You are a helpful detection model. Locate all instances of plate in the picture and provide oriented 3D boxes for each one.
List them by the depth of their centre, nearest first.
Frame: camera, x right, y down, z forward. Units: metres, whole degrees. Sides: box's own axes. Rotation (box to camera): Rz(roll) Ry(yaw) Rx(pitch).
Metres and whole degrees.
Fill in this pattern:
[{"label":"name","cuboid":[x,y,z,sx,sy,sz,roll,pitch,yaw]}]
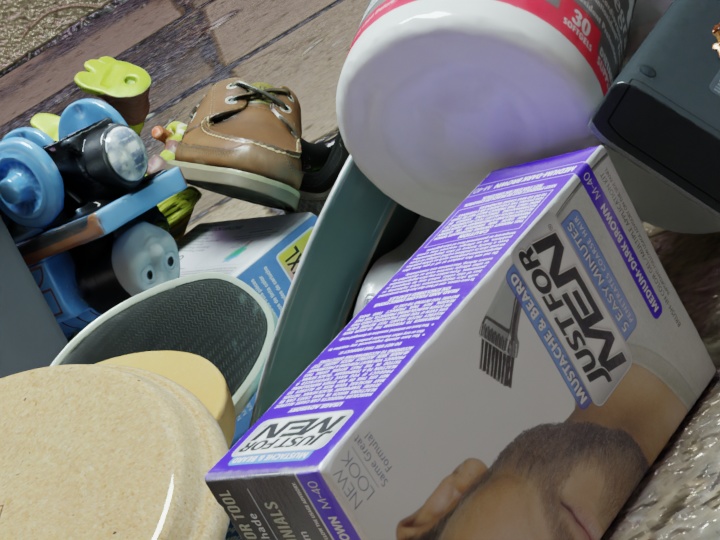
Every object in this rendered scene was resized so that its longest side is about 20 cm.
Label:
[{"label":"plate","cuboid":[0.000,0.000,0.863,0.200,0.025,0.201,22,-90,-82]}]

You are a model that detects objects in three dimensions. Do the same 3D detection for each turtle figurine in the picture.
[{"label":"turtle figurine","cuboid":[-0.155,-0.035,1.072,0.200,0.064,0.162,-41,-25,-25]}]

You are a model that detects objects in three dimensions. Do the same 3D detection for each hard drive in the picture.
[{"label":"hard drive","cuboid":[0.191,-0.077,0.753,0.200,0.139,0.033,-50,-9,-46]}]

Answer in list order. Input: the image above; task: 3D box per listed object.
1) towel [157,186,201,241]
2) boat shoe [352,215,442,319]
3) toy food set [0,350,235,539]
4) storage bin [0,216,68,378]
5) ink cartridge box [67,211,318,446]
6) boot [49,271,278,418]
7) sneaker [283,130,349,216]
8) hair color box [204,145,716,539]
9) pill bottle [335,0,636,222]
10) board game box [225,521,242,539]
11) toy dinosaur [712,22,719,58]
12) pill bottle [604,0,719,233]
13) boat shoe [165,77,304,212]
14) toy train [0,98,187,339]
[{"label":"towel","cuboid":[-0.141,0.015,1.099,0.086,0.018,0.200,-34,-11,-23]},{"label":"boat shoe","cuboid":[0.053,0.007,0.866,0.067,0.072,0.200,10,15,13]},{"label":"toy food set","cuboid":[-0.134,0.111,0.681,0.197,0.049,0.200,-24,37,7]},{"label":"storage bin","cuboid":[-0.233,0.047,0.866,0.200,0.135,0.145,-31,4,38]},{"label":"ink cartridge box","cuboid":[-0.110,0.056,0.975,0.200,0.077,0.136,-38,18,-27]},{"label":"boot","cuboid":[-0.119,0.091,0.835,0.200,0.072,0.144,-44,-10,-18]},{"label":"sneaker","cuboid":[0.029,-0.075,1.086,0.199,0.088,0.074,-23,19,23]},{"label":"hair color box","cuboid":[0.045,0.054,0.666,0.065,0.110,0.200,-10,27,46]},{"label":"pill bottle","cuboid":[0.064,-0.122,0.794,0.110,0.111,0.200,-19,35,33]},{"label":"board game box","cuboid":[-0.082,0.168,0.669,0.151,0.047,0.200,-19,20,34]},{"label":"toy dinosaur","cuboid":[0.239,-0.070,0.684,0.199,0.102,0.136,-12,27,22]},{"label":"pill bottle","cuboid":[0.169,-0.104,0.887,0.113,0.114,0.200,-22,20,26]},{"label":"boat shoe","cuboid":[-0.068,-0.075,1.018,0.200,0.072,0.068,-154,83,-75]},{"label":"toy train","cuboid":[-0.171,-0.011,0.946,0.199,0.115,0.087,-18,13,38]}]
